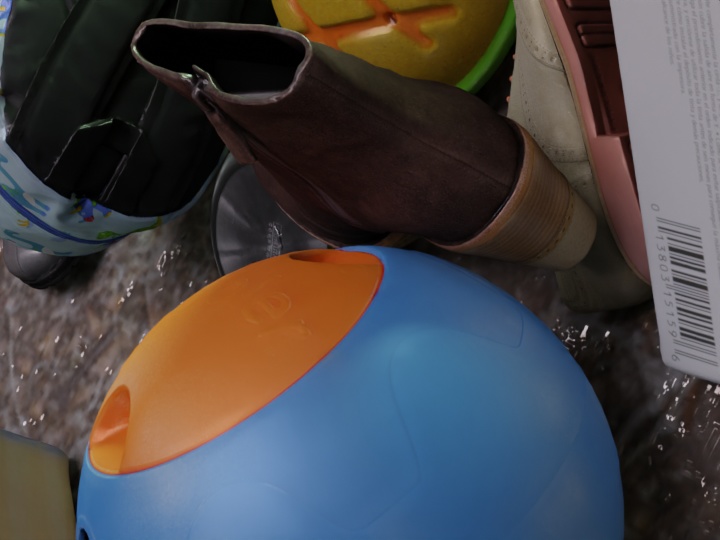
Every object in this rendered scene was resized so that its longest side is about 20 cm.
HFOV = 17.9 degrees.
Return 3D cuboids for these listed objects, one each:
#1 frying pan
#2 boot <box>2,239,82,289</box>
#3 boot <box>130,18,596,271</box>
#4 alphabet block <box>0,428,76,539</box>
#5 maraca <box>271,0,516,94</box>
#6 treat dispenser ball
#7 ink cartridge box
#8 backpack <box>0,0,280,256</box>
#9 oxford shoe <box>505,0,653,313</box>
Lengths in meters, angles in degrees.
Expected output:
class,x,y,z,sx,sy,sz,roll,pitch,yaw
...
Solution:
class,x,y,z,sx,sy,sz,roll,pitch,yaw
frying pan,-0.007,0.011,0.992,0.190,0.031,0.115,49,133,27
boot,-0.197,-0.096,1.169,0.070,0.132,0.200,-24,57,37
boot,-0.020,-0.060,0.860,0.200,0.166,0.072,18,82,51
alphabet block,-0.251,0.189,1.058,0.196,0.195,0.200,-38,48,31
maraca,0.013,-0.122,0.990,0.137,0.107,0.200,30,117,33
treat dispenser ball,-0.003,0.091,0.838,0.201,0.201,0.201,-21,59,39
ink cartridge box,0.162,-0.043,0.758,0.174,0.044,0.200,17,126,47
backpack,-0.119,-0.104,1.056,0.154,0.163,0.200,-28,46,40
oxford shoe,0.077,-0.079,0.903,0.074,0.071,0.200,-27,70,42
